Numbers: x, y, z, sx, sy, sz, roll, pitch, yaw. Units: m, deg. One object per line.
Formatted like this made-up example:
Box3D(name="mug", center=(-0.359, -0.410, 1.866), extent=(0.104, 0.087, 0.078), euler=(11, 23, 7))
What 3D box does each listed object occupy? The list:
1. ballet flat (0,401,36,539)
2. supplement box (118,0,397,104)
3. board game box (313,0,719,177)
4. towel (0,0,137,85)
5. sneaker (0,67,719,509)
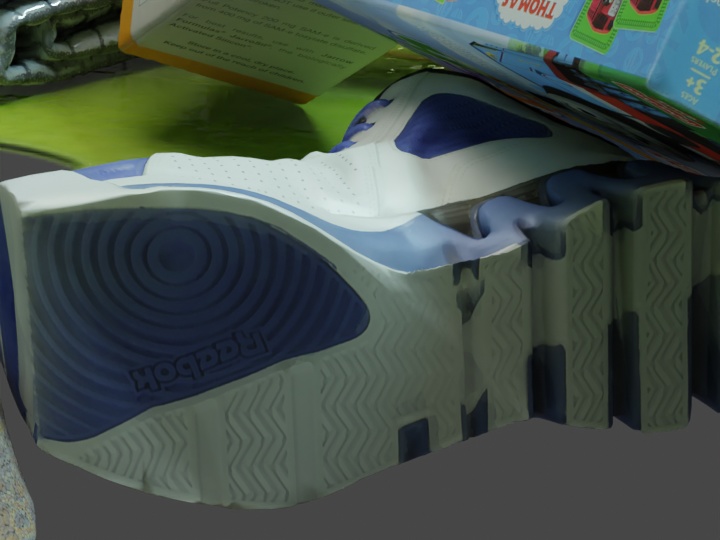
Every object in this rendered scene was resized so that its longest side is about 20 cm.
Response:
Box3D(name="ballet flat", center=(-0.126, 0.020, 0.723), extent=(0.068, 0.067, 0.200), euler=(-12, 24, -17))
Box3D(name="supplement box", center=(0.006, -0.143, 0.900), extent=(0.073, 0.126, 0.200), euler=(15, -22, -26))
Box3D(name="board game box", center=(0.083, -0.047, 0.769), extent=(0.151, 0.037, 0.200), euler=(25, 1, -29))
Box3D(name="towel", center=(-0.094, -0.140, 1.087), extent=(0.200, 0.086, 0.166), euler=(-20, 28, -35))
Box3D(name="sneaker", center=(0.001, 0.000, 0.754), extent=(0.199, 0.081, 0.115), euler=(-3, 17, -17))
